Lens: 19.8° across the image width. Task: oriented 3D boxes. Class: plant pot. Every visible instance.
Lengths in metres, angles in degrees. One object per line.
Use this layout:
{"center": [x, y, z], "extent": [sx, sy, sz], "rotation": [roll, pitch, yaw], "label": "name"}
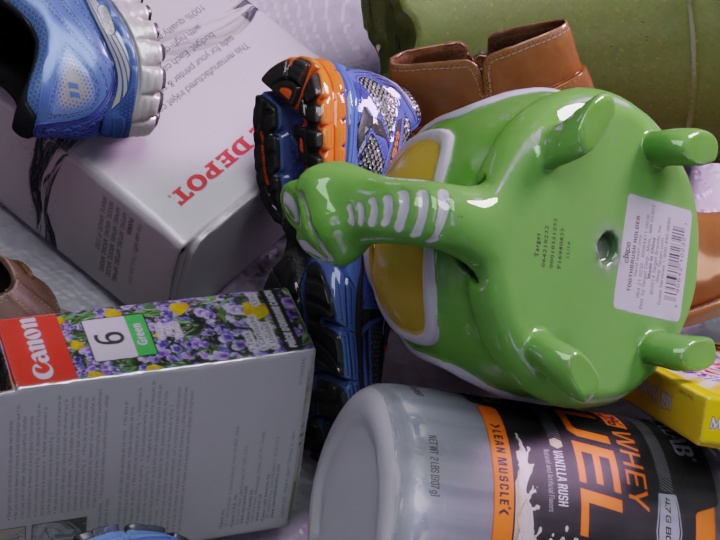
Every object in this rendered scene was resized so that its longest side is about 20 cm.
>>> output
{"center": [0.103, -0.133, 1.096], "extent": [0.189, 0.200, 0.201], "rotation": [-10, 57, -7], "label": "plant pot"}

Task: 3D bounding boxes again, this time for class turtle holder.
{"center": [0.060, -0.005, 0.897], "extent": [0.131, 0.142, 0.185], "rotation": [4, 25, 45], "label": "turtle holder"}

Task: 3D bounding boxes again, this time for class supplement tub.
{"center": [0.085, 0.122, 0.918], "extent": [0.199, 0.123, 0.123], "rotation": [9, 52, -19], "label": "supplement tub"}

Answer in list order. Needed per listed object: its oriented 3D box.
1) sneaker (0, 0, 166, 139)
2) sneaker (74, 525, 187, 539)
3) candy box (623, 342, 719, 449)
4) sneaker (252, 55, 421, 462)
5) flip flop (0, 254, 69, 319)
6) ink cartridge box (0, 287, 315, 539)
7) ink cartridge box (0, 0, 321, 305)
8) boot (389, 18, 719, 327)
{"center": [-0.163, -0.144, 0.970], "extent": [0.089, 0.079, 0.201], "rotation": [-13, 59, -25], "label": "sneaker"}
{"center": [-0.143, 0.177, 0.852], "extent": [0.200, 0.075, 0.079], "rotation": [-34, 81, -27], "label": "sneaker"}
{"center": [0.173, 0.058, 0.973], "extent": [0.102, 0.200, 0.027], "rotation": [6, 96, -12], "label": "candy box"}
{"center": [0.000, 0.000, 0.969], "extent": [0.078, 0.201, 0.075], "rotation": [-6, 12, -33], "label": "sneaker"}
{"center": [-0.183, 0.018, 0.964], "extent": [0.199, 0.058, 0.081], "rotation": [30, 52, 7], "label": "flip flop"}
{"center": [-0.124, 0.072, 0.905], "extent": [0.199, 0.109, 0.050], "rotation": [-6, 40, -19], "label": "ink cartridge box"}
{"center": [-0.118, -0.085, 1.042], "extent": [0.200, 0.085, 0.145], "rotation": [39, 55, 14], "label": "ink cartridge box"}
{"center": [0.113, -0.048, 1.009], "extent": [0.199, 0.156, 0.074], "rotation": [-11, 18, 0], "label": "boot"}
